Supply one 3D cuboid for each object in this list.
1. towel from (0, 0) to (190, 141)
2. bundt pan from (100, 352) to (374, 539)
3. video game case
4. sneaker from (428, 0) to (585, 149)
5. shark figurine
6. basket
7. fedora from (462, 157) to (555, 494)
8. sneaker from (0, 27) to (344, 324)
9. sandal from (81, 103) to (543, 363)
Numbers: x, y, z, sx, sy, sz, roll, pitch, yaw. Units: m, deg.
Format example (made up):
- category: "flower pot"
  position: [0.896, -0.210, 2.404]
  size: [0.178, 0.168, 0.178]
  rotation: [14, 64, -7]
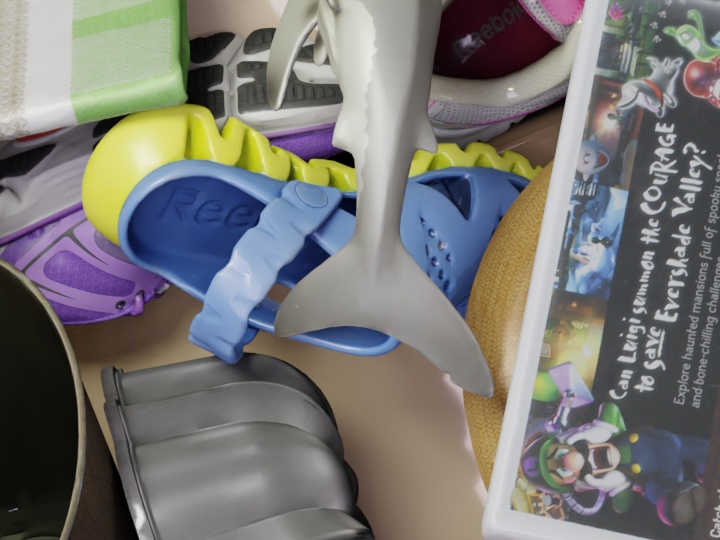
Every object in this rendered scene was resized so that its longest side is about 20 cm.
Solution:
- category: "towel"
  position: [-0.158, -0.089, 1.004]
  size: [0.199, 0.150, 0.031]
  rotation: [-10, 137, 7]
- category: "bundt pan"
  position: [-0.026, 0.117, 0.989]
  size: [0.075, 0.202, 0.203]
  rotation: [-20, 97, -2]
- category: "video game case"
  position: [0.146, 0.012, 0.904]
  size: [0.181, 0.023, 0.201]
  rotation: [12, 71, 2]
- category: "sneaker"
  position: [0.085, -0.112, 0.985]
  size: [0.200, 0.088, 0.081]
  rotation: [-42, 92, 12]
- category: "shark figurine"
  position: [0.019, -0.076, 0.911]
  size: [0.089, 0.215, 0.128]
  rotation: [4, 140, -19]
- category: "basket"
  position: [-0.133, 0.121, 0.961]
  size: [0.135, 0.181, 0.200]
  rotation: [-10, 143, 8]
- category: "fedora"
  position: [0.126, 0.043, 0.951]
  size: [0.199, 0.082, 0.202]
  rotation: [0, 71, 1]
- category: "sneaker"
  position: [-0.082, -0.027, 1.040]
  size: [0.199, 0.081, 0.084]
  rotation: [-22, 117, 13]
- category: "sandal"
  position: [0.000, 0.000, 0.984]
  size: [0.199, 0.087, 0.080]
  rotation: [3, 131, -25]
